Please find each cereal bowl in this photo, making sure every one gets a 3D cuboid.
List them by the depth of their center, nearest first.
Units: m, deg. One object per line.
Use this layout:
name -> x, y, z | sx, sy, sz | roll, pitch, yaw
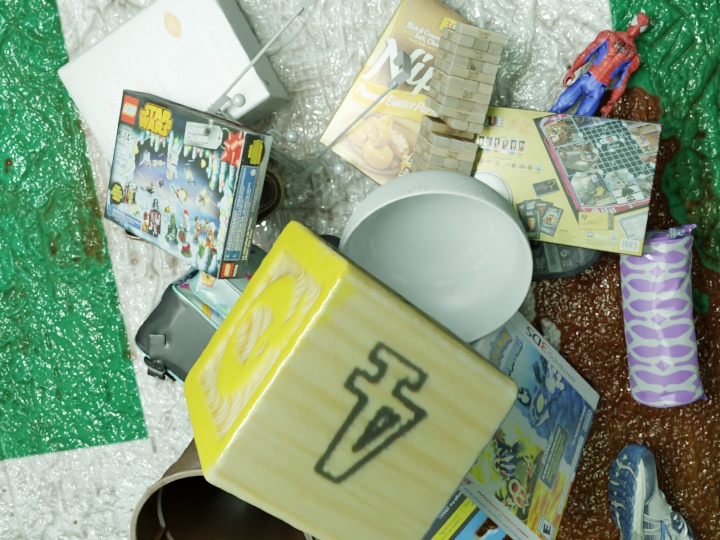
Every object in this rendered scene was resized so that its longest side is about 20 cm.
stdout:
cereal bowl -> 0.074, -0.020, 0.797 | 0.195, 0.084, 0.203 | 1, 129, 1

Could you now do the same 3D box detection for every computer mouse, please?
computer mouse -> 0.180, -0.034, 0.890 | 0.195, 0.053, 0.142 | -8, 91, 17

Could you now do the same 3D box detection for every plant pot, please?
plant pot -> -0.129, 0.243, 0.873 | 0.195, 0.199, 0.205 | 3, 115, 6

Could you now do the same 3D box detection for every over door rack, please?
over door rack -> -0.057, -0.171, 0.793 | 0.146, 0.067, 0.200 | 29, 116, -34

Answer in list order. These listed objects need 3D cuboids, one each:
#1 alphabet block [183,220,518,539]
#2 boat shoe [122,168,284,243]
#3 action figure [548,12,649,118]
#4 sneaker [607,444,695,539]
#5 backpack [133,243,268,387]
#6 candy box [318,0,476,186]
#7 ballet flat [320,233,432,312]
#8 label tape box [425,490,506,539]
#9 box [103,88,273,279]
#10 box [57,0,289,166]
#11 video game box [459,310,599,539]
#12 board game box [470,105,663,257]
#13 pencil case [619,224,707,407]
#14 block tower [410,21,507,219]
alphabet block -> -0.017, 0.103, 0.686 | 0.198, 0.195, 0.198 | 34, 90, -22
boat shoe -> -0.186, -0.072, 0.913 | 0.195, 0.072, 0.074 | -11, 97, 8
action figure -> 0.251, -0.196, 0.858 | 0.065, 0.052, 0.202 | 37, 98, 5
sneaker -> 0.344, 0.295, 0.911 | 0.083, 0.077, 0.205 | -8, 105, -2
backpack -> -0.134, 0.061, 0.863 | 0.175, 0.200, 0.154 | 38, 98, -4
candy box -> 0.052, -0.199, 0.875 | 0.114, 0.055, 0.202 | 33, 102, 0
ballet flat -> 0.000, 0.000, 0.906 | 0.196, 0.073, 0.075 | 22, 100, 3
label tape box -> 0.096, 0.239, 0.928 | 0.199, 0.063, 0.145 | 40, 101, 0
box -> -0.177, -0.090, 0.769 | 0.197, 0.039, 0.140 | 23, 105, 36
box -> -0.206, -0.208, 0.878 | 0.197, 0.106, 0.154 | -30, 94, 10
video game box -> 0.165, 0.161, 0.837 | 0.182, 0.202, 0.047 | 41, 145, -15
board game box -> 0.210, -0.097, 0.832 | 0.195, 0.035, 0.139 | 10, 95, 16
pencil case -> 0.338, 0.049, 0.868 | 0.083, 0.084, 0.205 | -8, 99, -16
block tower -> 0.096, -0.155, 0.823 | 0.053, 0.058, 0.204 | 7, 112, -18
